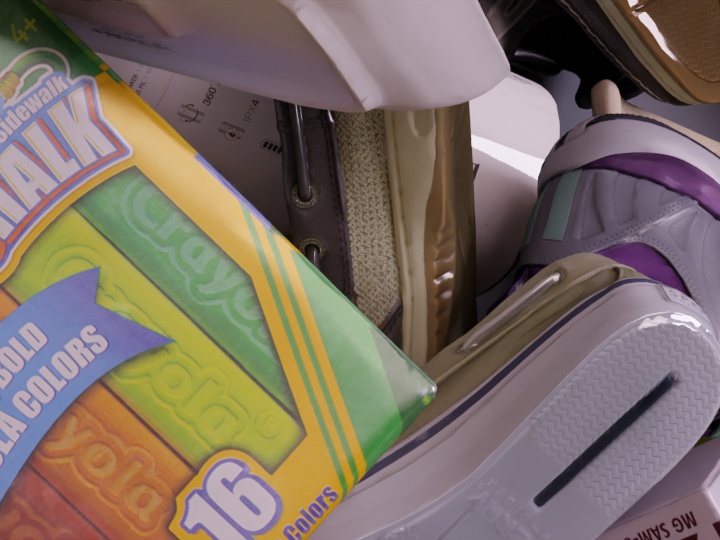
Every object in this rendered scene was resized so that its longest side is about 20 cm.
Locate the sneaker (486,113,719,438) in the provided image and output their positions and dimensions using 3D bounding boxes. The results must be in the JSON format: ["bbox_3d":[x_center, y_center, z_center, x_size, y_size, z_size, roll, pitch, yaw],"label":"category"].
[{"bbox_3d":[0.135,0.035,0.858,0.200,0.074,0.088,27,55,0],"label":"sneaker"}]

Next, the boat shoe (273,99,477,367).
[{"bbox_3d":[0.000,0.000,0.848,0.066,0.201,0.072,4,25,12],"label":"boat shoe"}]

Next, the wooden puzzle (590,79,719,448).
[{"bbox_3d":[0.162,0.037,0.940,0.200,0.037,0.185,25,46,-28],"label":"wooden puzzle"}]

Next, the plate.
[{"bbox_3d":[-0.069,-0.084,0.702,0.199,0.200,0.032,15,84,12],"label":"plate"}]

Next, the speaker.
[{"bbox_3d":[-0.037,-0.058,0.888,0.200,0.081,0.081,20,53,-27],"label":"speaker"}]

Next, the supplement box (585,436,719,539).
[{"bbox_3d":[0.113,0.160,0.824,0.200,0.109,0.061,61,28,-5],"label":"supplement box"}]

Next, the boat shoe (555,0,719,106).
[{"bbox_3d":[0.065,-0.140,0.952,0.073,0.065,0.200,-43,105,-36],"label":"boat shoe"}]

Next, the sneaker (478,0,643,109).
[{"bbox_3d":[0.097,-0.103,1.031,0.199,0.071,0.083,-14,75,-35],"label":"sneaker"}]

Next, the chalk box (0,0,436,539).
[{"bbox_3d":[-0.103,0.009,0.738,0.200,0.124,0.125,43,77,-9],"label":"chalk box"}]

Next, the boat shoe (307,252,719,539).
[{"bbox_3d":[0.017,0.073,0.789,0.200,0.062,0.072,-38,118,-3],"label":"boat shoe"}]
